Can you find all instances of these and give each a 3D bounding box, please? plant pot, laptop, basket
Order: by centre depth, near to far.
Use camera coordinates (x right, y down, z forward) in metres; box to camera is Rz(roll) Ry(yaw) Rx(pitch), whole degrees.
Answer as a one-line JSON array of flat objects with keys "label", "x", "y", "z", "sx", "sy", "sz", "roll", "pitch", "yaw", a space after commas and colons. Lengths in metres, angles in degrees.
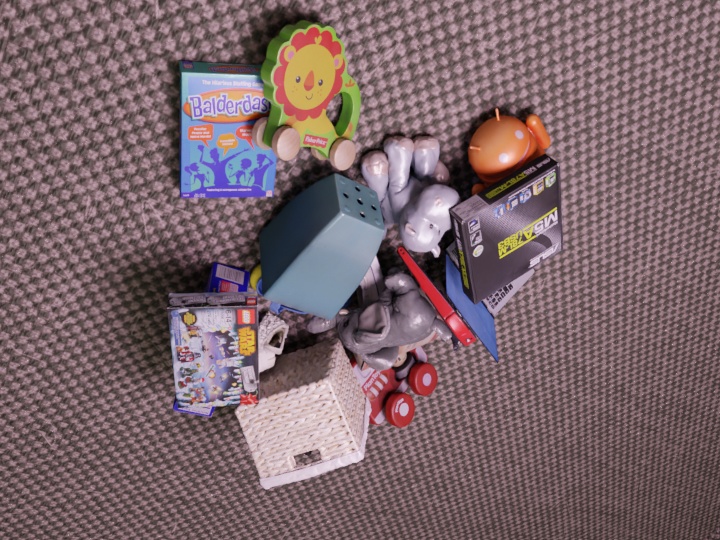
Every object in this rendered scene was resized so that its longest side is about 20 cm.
[{"label": "plant pot", "x": -0.056, "y": -0.048, "z": 1.161, "sx": 0.139, "sy": 0.144, "sz": 0.200, "roll": 19, "pitch": 133, "yaw": -31}, {"label": "basket", "x": -0.098, "y": 0.246, "z": 1.269, "sx": 0.194, "sy": 0.200, "sz": 0.164, "roll": -18, "pitch": 104, "yaw": 10}, {"label": "laptop", "x": 0.246, "y": 0.021, "z": 1.316, "sx": 0.200, "sy": 0.116, "sz": 0.188, "roll": -44, "pitch": 117, "yaw": -7}]

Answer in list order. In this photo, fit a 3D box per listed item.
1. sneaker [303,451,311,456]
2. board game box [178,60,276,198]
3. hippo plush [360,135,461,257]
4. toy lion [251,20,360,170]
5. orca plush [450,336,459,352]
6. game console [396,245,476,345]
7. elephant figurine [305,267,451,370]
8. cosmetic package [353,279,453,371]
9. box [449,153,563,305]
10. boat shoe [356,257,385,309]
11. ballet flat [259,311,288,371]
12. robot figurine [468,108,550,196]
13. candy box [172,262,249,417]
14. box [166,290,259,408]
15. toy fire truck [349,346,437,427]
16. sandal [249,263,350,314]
[{"label": "sneaker", "x": -0.133, "y": 0.329, "z": 1.518, "sx": 0.075, "sy": 0.077, "sz": 0.202, "roll": 13, "pitch": 143, "yaw": 18}, {"label": "board game box", "x": -0.199, "y": -0.208, "z": 1.075, "sx": 0.148, "sy": 0.045, "sz": 0.204, "roll": -3, "pitch": 127, "yaw": -18}, {"label": "hippo plush", "x": 0.078, "y": -0.114, "z": 1.176, "sx": 0.200, "sy": 0.162, "sz": 0.158, "roll": -44, "pitch": 129, "yaw": 16}, {"label": "toy lion", "x": -0.069, "y": -0.260, "z": 1.048, "sx": 0.197, "sy": 0.068, "sz": 0.196, "roll": 1, "pitch": 113, "yaw": -50}, {"label": "orca plush", "x": 0.189, "y": 0.061, "z": 1.439, "sx": 0.106, "sy": 0.070, "sz": 0.203, "roll": -50, "pitch": 152, "yaw": -40}, {"label": "game console", "x": 0.136, "y": 0.046, "z": 1.233, "sx": 0.031, "sy": 0.179, "sz": 0.200, "roll": -35, "pitch": 162, "yaw": 4}, {"label": "elephant figurine", "x": 0.026, "y": 0.103, "z": 1.243, "sx": 0.198, "sy": 0.155, "sz": 0.143, "roll": -36, "pitch": 105, "yaw": -9}, {"label": "cosmetic package", "x": 0.076, "y": 0.106, "z": 1.360, "sx": 0.196, "sy": 0.089, "sz": 0.104, "roll": -22, "pitch": 160, "yaw": -13}, {"label": "box", "x": 0.248, "y": -0.066, "z": 1.183, "sx": 0.197, "sy": 0.048, "sz": 0.196, "roll": -30, "pitch": 133, "yaw": -12}, {"label": "boat shoe", "x": 0.000, "y": 0.000, "z": 1.301, "sx": 0.068, "sy": 0.072, "sz": 0.202, "roll": -21, "pitch": 139, "yaw": -4}, {"label": "ballet flat", "x": -0.172, "y": 0.136, "z": 1.258, "sx": 0.070, "sy": 0.201, "sz": 0.074, "roll": 5, "pitch": 116, "yaw": 10}, {"label": "robot figurine", "x": 0.259, "y": -0.182, "z": 1.220, "sx": 0.142, "sy": 0.119, "sz": 0.199, "roll": -23, "pitch": 136, "yaw": 30}, {"label": "candy box", "x": -0.256, "y": 0.120, "z": 1.227, "sx": 0.075, "sy": 0.171, "sz": 0.203, "roll": 17, "pitch": 122, "yaw": -16}, {"label": "box", "x": -0.225, "y": 0.126, "z": 1.107, "sx": 0.133, "sy": 0.040, "sz": 0.204, "roll": -2, "pitch": 124, "yaw": -9}, {"label": "toy fire truck", "x": 0.054, "y": 0.205, "z": 1.436, "sx": 0.201, "sy": 0.111, "sz": 0.170, "roll": -48, "pitch": 119, "yaw": -27}, {"label": "sandal", "x": -0.104, "y": 0.050, "z": 1.288, "sx": 0.195, "sy": 0.088, "sz": 0.081, "roll": 8, "pitch": 122, "yaw": -28}]
